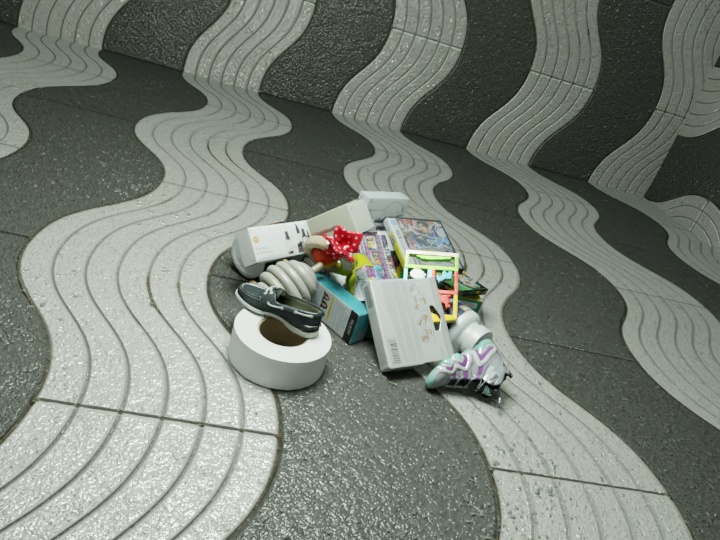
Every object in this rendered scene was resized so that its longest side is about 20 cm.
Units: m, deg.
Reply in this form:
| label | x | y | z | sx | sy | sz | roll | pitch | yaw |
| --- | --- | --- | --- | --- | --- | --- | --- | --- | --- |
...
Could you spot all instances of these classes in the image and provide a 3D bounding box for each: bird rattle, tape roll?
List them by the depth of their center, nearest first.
| label | x | y | z | sx | sy | sz | roll | pitch | yaw |
| --- | --- | --- | --- | --- | --- | --- | --- | --- | --- |
| tape roll | -0.162 | 0.149 | 1.210 | 0.202 | 0.071 | 0.203 | 14 | 26 | -7 |
| bird rattle | -0.063 | -0.029 | 1.394 | 0.163 | 0.113 | 0.200 | 13 | -19 | 27 |

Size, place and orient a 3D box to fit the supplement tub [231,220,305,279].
| label | x | y | z | sx | sy | sz | roll | pitch | yaw |
| --- | --- | --- | --- | --- | --- | --- | --- | --- | --- |
| supplement tub | -0.217 | -0.057 | 1.517 | 0.122 | 0.123 | 0.200 | 30 | 28 | 24 |

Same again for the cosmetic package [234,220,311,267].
| label | x | y | z | sx | sy | sz | roll | pitch | yaw |
| --- | --- | --- | --- | --- | --- | --- | --- | --- | --- |
| cosmetic package | -0.195 | -0.066 | 1.405 | 0.051 | 0.083 | 0.200 | -20 | -3 | 37 |

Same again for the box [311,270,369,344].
| label | x | y | z | sx | sy | sz | roll | pitch | yaw |
| --- | --- | --- | --- | --- | --- | --- | --- | --- | --- |
| box | -0.063 | 0.079 | 1.395 | 0.049 | 0.083 | 0.200 | -11 | 38 | -46 |

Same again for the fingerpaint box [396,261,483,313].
| label | x | y | z | sx | sy | sz | roll | pitch | yaw |
| --- | --- | --- | --- | --- | --- | --- | --- | --- | --- |
| fingerpaint box | 0.207 | 0.052 | 1.632 | 0.199 | 0.074 | 0.167 | 11 | 28 | -17 |

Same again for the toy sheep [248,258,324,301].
| label | x | y | z | sx | sy | sz | roll | pitch | yaw |
| --- | --- | --- | --- | --- | --- | --- | --- | --- | --- |
| toy sheep | -0.167 | 0.038 | 1.349 | 0.200 | 0.138 | 0.138 | -40 | 53 | -17 |

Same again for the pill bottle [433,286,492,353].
| label | x | y | z | sx | sy | sz | roll | pitch | yaw |
| --- | --- | --- | --- | --- | --- | --- | --- | --- | --- |
| pill bottle | 0.218 | 0.126 | 1.451 | 0.111 | 0.111 | 0.200 | -10 | 37 | -44 |

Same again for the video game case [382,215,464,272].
| label | x | y | z | sx | sy | sz | roll | pitch | yaw |
| --- | --- | --- | --- | --- | --- | --- | --- | --- | --- |
| video game case | 0.175 | -0.071 | 1.662 | 0.199 | 0.026 | 0.181 | 1 | 53 | -32 |

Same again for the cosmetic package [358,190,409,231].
| label | x | y | z | sx | sy | sz | roll | pitch | yaw |
| --- | --- | --- | --- | --- | --- | --- | --- | --- | --- |
| cosmetic package | 0.044 | -0.128 | 1.735 | 0.150 | 0.201 | 0.052 | -3 | 32 | -35 |

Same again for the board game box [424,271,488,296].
| label | x | y | z | sx | sy | sz | roll | pitch | yaw |
| --- | --- | --- | --- | --- | --- | --- | --- | --- | --- |
| board game box | 0.247 | 0.031 | 1.545 | 0.105 | 0.024 | 0.200 | 38 | 19 | 29 |

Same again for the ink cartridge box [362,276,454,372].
| label | x | y | z | sx | sy | sz | roll | pitch | yaw |
| --- | --- | --- | --- | --- | --- | --- | --- | --- | --- |
| ink cartridge box | 0.107 | 0.117 | 1.341 | 0.176 | 0.045 | 0.201 | -2 | 70 | -29 |

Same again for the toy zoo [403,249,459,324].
| label | x | y | z | sx | sy | sz | roll | pitch | yaw |
| --- | --- | --- | --- | --- | --- | --- | --- | --- | --- |
| toy zoo | 0.163 | 0.049 | 1.409 | 0.131 | 0.020 | 0.201 | 4 | 66 | 4 |

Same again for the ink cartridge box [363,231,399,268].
| label | x | y | z | sx | sy | sz | roll | pitch | yaw |
| --- | --- | --- | --- | --- | --- | --- | --- | --- | --- |
| ink cartridge box | 0.078 | -0.052 | 1.691 | 0.199 | 0.116 | 0.068 | -1 | 59 | -33 |

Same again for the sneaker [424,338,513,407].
| label | x | y | z | sx | sy | sz | roll | pitch | yaw |
| --- | --- | --- | --- | --- | --- | --- | --- | --- | --- |
| sneaker | 0.247 | 0.241 | 1.292 | 0.199 | 0.078 | 0.140 | -23 | 63 | -25 |

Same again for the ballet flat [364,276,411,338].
| label | x | y | z | sx | sy | sz | roll | pitch | yaw |
| --- | --- | --- | --- | --- | --- | --- | --- | --- | --- |
| ballet flat | 0.068 | 0.092 | 1.439 | 0.200 | 0.062 | 0.068 | -43 | 101 | -24 |

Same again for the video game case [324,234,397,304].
| label | x | y | z | sx | sy | sz | roll | pitch | yaw |
| --- | --- | --- | --- | --- | --- | --- | --- | --- | --- |
| video game case | 0.000 | 0.000 | 1.523 | 0.181 | 0.036 | 0.201 | -4 | 58 | -19 |

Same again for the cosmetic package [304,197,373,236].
| label | x | y | z | sx | sy | sz | roll | pitch | yaw |
| --- | --- | --- | --- | --- | --- | --- | --- | --- | --- |
| cosmetic package | -0.078 | -0.120 | 1.643 | 0.200 | 0.088 | 0.103 | -19 | 6 | 34 |

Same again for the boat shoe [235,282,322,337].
| label | x | y | z | sx | sy | sz | roll | pitch | yaw |
| --- | --- | --- | --- | --- | --- | --- | --- | --- | --- |
| boat shoe | -0.164 | 0.064 | 1.223 | 0.199 | 0.061 | 0.076 | 24 | 27 | 11 |
